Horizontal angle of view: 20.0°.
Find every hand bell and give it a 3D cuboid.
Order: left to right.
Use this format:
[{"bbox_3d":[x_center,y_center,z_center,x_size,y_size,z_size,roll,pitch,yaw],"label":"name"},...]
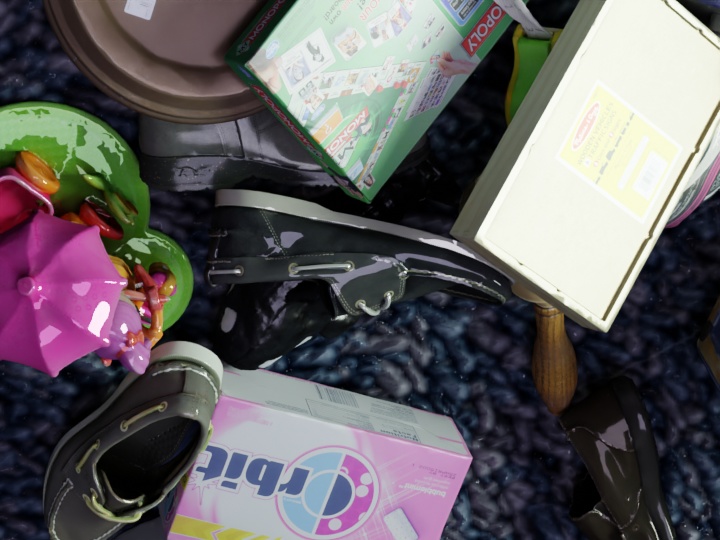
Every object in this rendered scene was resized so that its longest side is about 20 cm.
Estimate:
[{"bbox_3d":[0.130,0.027,1.397,0.104,0.104,0.200,-16,133,-4],"label":"hand bell"}]

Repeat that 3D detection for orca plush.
[{"bbox_3d":[-0.014,0.005,1.359,0.200,0.071,0.105,-29,117,1],"label":"orca plush"}]

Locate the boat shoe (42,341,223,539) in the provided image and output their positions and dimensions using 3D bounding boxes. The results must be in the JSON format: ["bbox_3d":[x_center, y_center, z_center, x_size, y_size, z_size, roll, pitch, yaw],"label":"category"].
[{"bbox_3d":[-0.158,0.130,1.364,0.072,0.060,0.202,25,127,-21],"label":"boat shoe"}]

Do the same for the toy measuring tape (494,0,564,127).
[{"bbox_3d":[0.105,-0.120,1.285,0.074,0.074,0.200,-46,136,10],"label":"toy measuring tape"}]

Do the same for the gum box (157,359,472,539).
[{"bbox_3d":[-0.028,0.145,1.422,0.199,0.066,0.114,15,109,-17],"label":"gum box"}]

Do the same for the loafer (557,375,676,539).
[{"bbox_3d":[0.186,0.172,1.485,0.071,0.073,0.201,-14,108,1],"label":"loafer"}]

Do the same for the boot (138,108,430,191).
[{"bbox_3d":[-0.050,-0.122,1.302,0.199,0.068,0.131,-4,109,-12],"label":"boot"}]

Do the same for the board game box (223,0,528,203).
[{"bbox_3d":[0.021,-0.161,1.265,0.200,0.029,0.135,-52,127,-12],"label":"board game box"}]

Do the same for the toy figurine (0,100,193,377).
[{"bbox_3d":[-0.177,0.012,1.266,0.150,0.184,0.200,-45,115,10],"label":"toy figurine"}]

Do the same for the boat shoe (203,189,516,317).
[{"bbox_3d":[0.000,0.000,1.295,0.199,0.072,0.068,12,81,-6],"label":"boat shoe"}]

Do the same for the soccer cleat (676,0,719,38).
[{"bbox_3d":[0.202,-0.210,1.305,0.200,0.065,0.084,31,84,-2],"label":"soccer cleat"}]

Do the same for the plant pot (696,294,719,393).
[{"bbox_3d":[0.348,0.047,1.392,0.179,0.200,0.200,20,108,-12],"label":"plant pot"}]

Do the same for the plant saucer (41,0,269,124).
[{"bbox_3d":[-0.097,-0.189,1.248,0.199,0.029,0.201,-2,98,-12],"label":"plant saucer"}]

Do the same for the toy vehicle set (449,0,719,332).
[{"bbox_3d":[0.152,-0.077,1.273,0.124,0.026,0.200,35,81,-31],"label":"toy vehicle set"}]

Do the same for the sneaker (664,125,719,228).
[{"bbox_3d":[0.244,-0.113,1.367,0.200,0.081,0.075,-44,144,9],"label":"sneaker"}]

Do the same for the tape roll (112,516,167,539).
[{"bbox_3d":[-0.116,0.276,1.461,0.202,0.071,0.203,-5,115,-11],"label":"tape roll"}]
